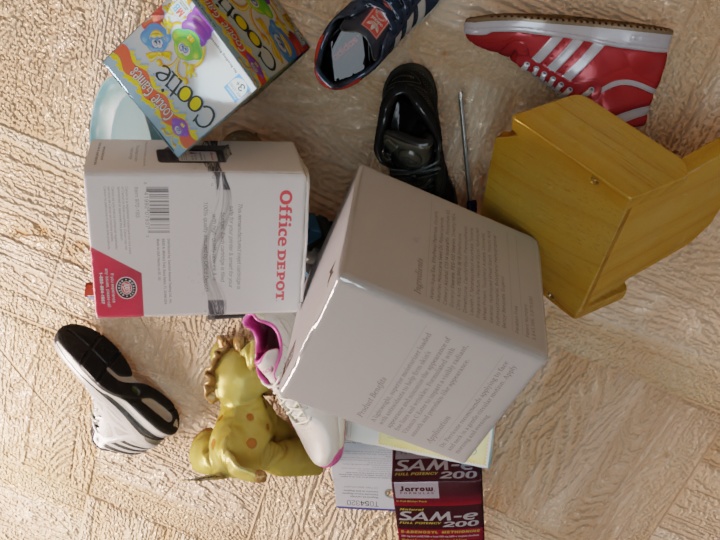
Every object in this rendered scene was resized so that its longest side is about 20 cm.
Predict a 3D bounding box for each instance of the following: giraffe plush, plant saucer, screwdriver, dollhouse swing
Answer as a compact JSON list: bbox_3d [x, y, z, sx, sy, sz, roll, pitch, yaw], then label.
[{"bbox_3d":[-0.139,0.163,0.959,0.168,0.199,0.167,-3,81,26],"label":"giraffe plush"},{"bbox_3d":[-0.249,-0.105,0.856,0.198,0.027,0.206,18,113,51],"label":"plant saucer"},{"bbox_3d":[0.119,-0.090,0.845,0.029,0.028,0.205,16,124,36],"label":"screwdriver"},{"bbox_3d":[0.245,-0.086,0.772,0.181,0.175,0.202,40,157,23],"label":"dollhouse swing"}]

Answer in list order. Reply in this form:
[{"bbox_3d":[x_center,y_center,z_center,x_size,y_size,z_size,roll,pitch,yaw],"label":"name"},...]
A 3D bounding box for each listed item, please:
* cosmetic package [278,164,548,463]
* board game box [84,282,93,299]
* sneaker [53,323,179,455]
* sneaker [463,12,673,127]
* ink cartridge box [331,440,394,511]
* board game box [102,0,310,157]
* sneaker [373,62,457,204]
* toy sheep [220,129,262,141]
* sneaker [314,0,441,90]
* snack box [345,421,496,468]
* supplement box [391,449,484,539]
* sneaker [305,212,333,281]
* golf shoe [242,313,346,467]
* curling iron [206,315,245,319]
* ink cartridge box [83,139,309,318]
[{"bbox_3d":[0.049,0.042,0.746,0.196,0.167,0.166,22,130,-9],"label":"cosmetic package"},{"bbox_3d":[-0.210,0.027,0.919,0.195,0.103,0.020,-5,72,21],"label":"board game box"},{"bbox_3d":[-0.343,0.171,1.032,0.115,0.076,0.201,-37,105,22],"label":"sneaker"},{"bbox_3d":[0.193,-0.187,0.765,0.194,0.071,0.115,7,112,5],"label":"sneaker"},{"bbox_3d":[0.055,0.208,0.988,0.191,0.044,0.205,0,115,9],"label":"ink cartridge box"},{"bbox_3d":[-0.135,-0.206,0.750,0.102,0.201,0.106,-33,106,23],"label":"board game box"},{"bbox_3d":[0.056,-0.099,0.810,0.074,0.115,0.204,-2,116,14],"label":"sneaker"},{"bbox_3d":[-0.146,-0.065,0.857,0.135,0.139,0.202,26,131,-2],"label":"toy sheep"},{"bbox_3d":[0.025,-0.251,0.761,0.074,0.085,0.201,37,115,-7],"label":"sneaker"},{"bbox_3d":[0.059,0.145,0.898,0.195,0.037,0.120,8,100,15],"label":"snack box"},{"bbox_3d":[0.098,0.302,0.961,0.106,0.061,0.204,-3,123,8],"label":"supplement box"},{"bbox_3d":[0.000,0.000,0.881,0.195,0.074,0.083,20,135,-6],"label":"sneaker"},{"bbox_3d":[-0.078,0.126,0.883,0.075,0.090,0.205,-25,79,40],"label":"golf shoe"},{"bbox_3d":[-0.095,0.033,0.948,0.195,0.026,0.051,-13,109,16],"label":"curling iron"},{"bbox_3d":[-0.152,-0.040,0.747,0.194,0.084,0.149,-1,119,-13],"label":"ink cartridge box"}]
